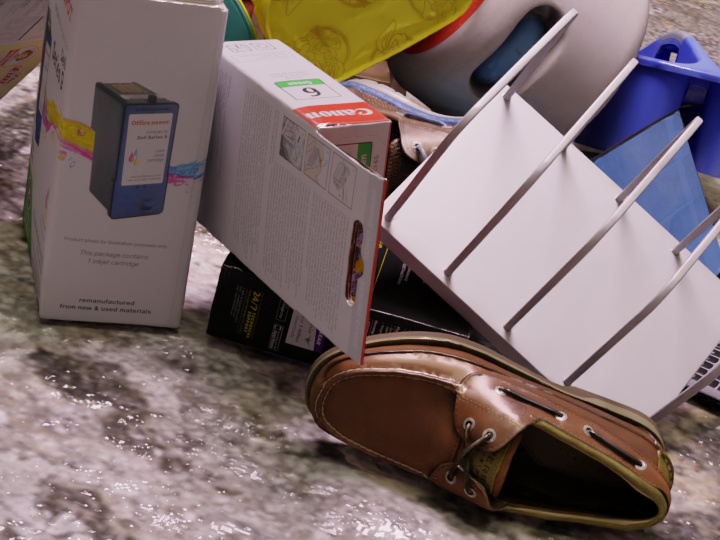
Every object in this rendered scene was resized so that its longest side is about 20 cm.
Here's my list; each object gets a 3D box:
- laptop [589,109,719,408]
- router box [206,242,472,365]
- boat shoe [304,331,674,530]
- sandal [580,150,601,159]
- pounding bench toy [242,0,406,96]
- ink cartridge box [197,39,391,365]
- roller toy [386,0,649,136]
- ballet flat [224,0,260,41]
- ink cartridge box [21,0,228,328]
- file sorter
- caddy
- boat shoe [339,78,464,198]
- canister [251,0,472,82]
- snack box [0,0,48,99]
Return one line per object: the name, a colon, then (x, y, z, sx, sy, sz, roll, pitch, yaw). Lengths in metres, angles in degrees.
laptop: (0.249, 0.000, 1.176, 0.199, 0.116, 0.187, 24, 26, 21)
router box: (0.000, 0.000, 1.119, 0.149, 0.051, 0.200, 17, 24, 2)
boat shoe: (0.068, 0.085, 0.945, 0.199, 0.072, 0.068, 11, 24, -3)
sandal: (0.141, -0.051, 1.331, 0.200, 0.043, 0.076, -17, 29, -42)
pounding bench toy: (-0.026, -0.247, 1.558, 0.155, 0.125, 0.200, 11, 24, -4)
ink cartridge box: (-0.025, -0.042, 0.988, 0.050, 0.109, 0.200, -8, 29, -30)
roller toy: (0.113, -0.193, 1.369, 0.140, 0.201, 0.182, 33, -23, -26)
ballet flat: (-0.090, -0.134, 1.243, 0.067, 0.200, 0.067, -36, 25, -4)
ink cartridge box: (-0.141, -0.089, 1.056, 0.087, 0.201, 0.145, 5, 26, -18)
file sorter: (0.135, -0.026, 1.017, 0.200, 0.125, 0.139, 42, 57, 3)
caddy: (0.239, -0.138, 1.432, 0.141, 0.105, 0.200, 13, 7, -12)
boat shoe: (0.043, -0.062, 1.144, 0.199, 0.073, 0.072, 20, 26, 30)
canister: (-0.016, -0.222, 1.264, 0.148, 0.087, 0.200, -28, 32, 0)
snack box: (-0.250, -0.145, 1.156, 0.116, 0.200, 0.037, -16, 77, -49)
